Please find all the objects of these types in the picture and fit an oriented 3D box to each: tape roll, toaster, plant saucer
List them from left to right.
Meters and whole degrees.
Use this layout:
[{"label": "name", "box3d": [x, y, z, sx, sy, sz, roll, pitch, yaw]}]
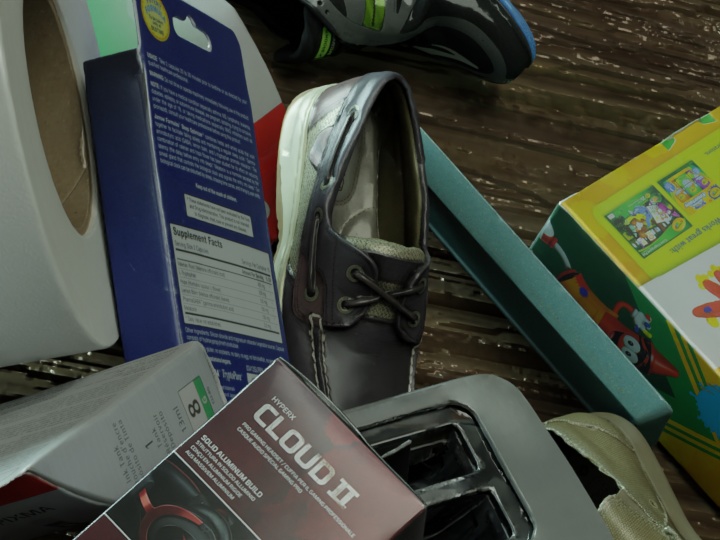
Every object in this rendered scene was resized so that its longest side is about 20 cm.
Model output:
[{"label": "tape roll", "box3d": [-0.184, -0.055, 0.854, 0.139, 0.203, 0.203, -11, 57, 4]}, {"label": "toaster", "box3d": [0.019, 0.157, 0.877, 0.200, 0.119, 0.181, -13, 63, -30]}, {"label": "plant saucer", "box3d": [0.077, 0.007, 1.044, 0.019, 0.070, 0.200, -37, 75, -11]}]

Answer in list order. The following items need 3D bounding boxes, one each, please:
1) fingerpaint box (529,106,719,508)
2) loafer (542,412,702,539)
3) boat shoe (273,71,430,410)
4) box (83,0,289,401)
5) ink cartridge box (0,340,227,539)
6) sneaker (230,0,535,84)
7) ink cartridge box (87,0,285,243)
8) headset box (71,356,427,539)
[{"label": "fingerpaint box", "box3d": [0.207, 0.005, 1.092, 0.200, 0.073, 0.167, -31, 72, -36]}, {"label": "loafer", "box3d": [0.120, 0.141, 0.940, 0.067, 0.076, 0.200, 12, 30, -36]}, {"label": "boat shoe", "box3d": [0.000, 0.000, 0.991, 0.072, 0.065, 0.201, 13, 66, -32]}, {"label": "box", "box3d": [-0.073, -0.019, 0.927, 0.032, 0.121, 0.201, -11, 80, 18]}, {"label": "ink cartridge box", "box3d": [-0.158, 0.096, 0.780, 0.050, 0.161, 0.200, 67, 28, -10]}, {"label": "sneaker", "box3d": [-0.006, -0.136, 1.114, 0.199, 0.071, 0.083, 19, 65, -8]}, {"label": "ink cartridge box", "box3d": [-0.099, -0.060, 1.017, 0.200, 0.050, 0.161, 41, 52, 11]}, {"label": "headset box", "box3d": [-0.059, 0.127, 0.724, 0.200, 0.149, 0.075, -41, 74, -16]}]
